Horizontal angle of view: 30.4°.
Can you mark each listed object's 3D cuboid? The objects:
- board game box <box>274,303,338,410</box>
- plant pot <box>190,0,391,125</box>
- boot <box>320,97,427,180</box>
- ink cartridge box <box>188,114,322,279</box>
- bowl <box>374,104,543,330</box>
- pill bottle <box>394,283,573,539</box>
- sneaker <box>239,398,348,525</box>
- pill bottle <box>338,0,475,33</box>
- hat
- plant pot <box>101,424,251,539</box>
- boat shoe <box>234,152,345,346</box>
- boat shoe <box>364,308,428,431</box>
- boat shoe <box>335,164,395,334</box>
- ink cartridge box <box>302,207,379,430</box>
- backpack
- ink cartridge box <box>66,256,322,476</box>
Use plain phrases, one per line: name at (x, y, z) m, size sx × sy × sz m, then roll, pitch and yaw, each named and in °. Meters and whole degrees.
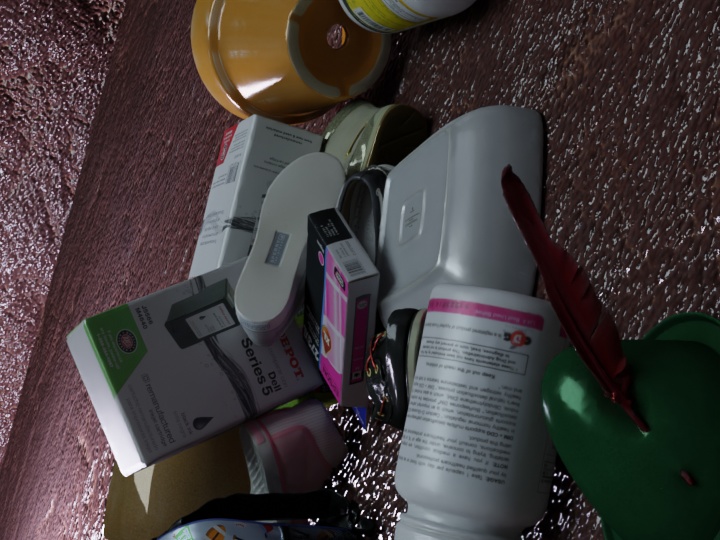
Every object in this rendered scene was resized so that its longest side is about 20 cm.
board game box at (-0.071, 0.101, 1.410) m, size 0.200 × 0.047 × 0.103 m, roll -29°, pitch 63°, yaw 61°
plant pot at (-0.061, -0.254, 1.445) m, size 0.183 × 0.198 × 0.203 m, roll 20°, pitch 96°, yaw 60°
boot at (-0.010, -0.080, 1.366) m, size 0.202 × 0.071 × 0.154 m, roll -68°, pitch 23°, yaw 3°
ink cartridge box at (-0.118, -0.053, 1.433) m, size 0.144 × 0.083 × 0.203 m, roll 176°, pitch 109°, yaw -71°
bowl at (0.074, -0.036, 1.137) m, size 0.200 × 0.074 × 0.202 m, roll 147°, pitch 133°, yaw -61°
pill bottle at (0.087, 0.119, 0.955) m, size 0.113 × 0.112 × 0.203 m, roll -3°, pitch 74°, yaw 67°
sneaker at (-0.057, 0.208, 1.323) m, size 0.075 × 0.104 × 0.202 m, roll 44°, pitch 150°, yaw 40°
pill bottle at (0.057, -0.296, 1.278) m, size 0.200 × 0.111 × 0.114 m, roll 6°, pitch 82°, yaw 67°
hat at (0.123, 0.082, 0.805) m, size 0.166 × 0.174 × 0.202 m, roll -43°, pitch 39°, yaw 53°
plant pot at (-0.180, 0.181, 1.413) m, size 0.186 × 0.184 × 0.203 m, roll -157°, pitch 69°, yaw -68°
boat shoe at (-0.064, -0.019, 1.262) m, size 0.069 × 0.071 × 0.202 m, roll 91°, pitch -168°, yaw -60°
boat shoe at (0.031, 0.081, 1.062) m, size 0.202 × 0.062 × 0.074 m, roll 81°, pitch -154°, yaw -67°
boat shoe at (0.000, 0.000, 1.257) m, size 0.073 × 0.060 × 0.202 m, roll 22°, pitch 110°, yaw 29°
ink cartridge box at (-0.020, 0.050, 1.209) m, size 0.202 × 0.037 × 0.095 m, roll 92°, pitch 155°, yaw -42°
backpack at (-0.106, 0.298, 1.210) m, size 0.200 × 0.188 × 0.156 m, roll 127°, pitch 152°, yaw -45°
ink cartridge box at (-0.157, 0.086, 1.267) m, size 0.147 × 0.198 × 0.084 m, roll 65°, pitch 151°, yaw 4°
